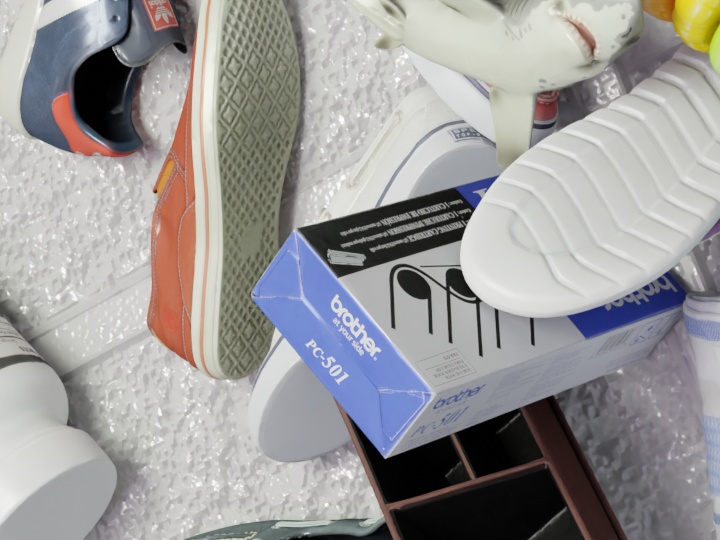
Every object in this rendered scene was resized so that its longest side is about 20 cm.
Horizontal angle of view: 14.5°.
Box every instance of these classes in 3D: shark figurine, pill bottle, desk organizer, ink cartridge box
[{"bbox_3d":[0.039,-0.134,1.233,0.214,0.090,0.128,31,149,21],"label":"shark figurine"},{"bbox_3d":[-0.223,0.065,1.460,0.200,0.116,0.117,45,116,22],"label":"pill bottle"},{"bbox_3d":[0.047,0.080,1.248,0.072,0.077,0.200,-42,40,15],"label":"desk organizer"},{"bbox_3d":[0.052,0.012,1.224,0.094,0.200,0.044,49,125,18],"label":"ink cartridge box"}]

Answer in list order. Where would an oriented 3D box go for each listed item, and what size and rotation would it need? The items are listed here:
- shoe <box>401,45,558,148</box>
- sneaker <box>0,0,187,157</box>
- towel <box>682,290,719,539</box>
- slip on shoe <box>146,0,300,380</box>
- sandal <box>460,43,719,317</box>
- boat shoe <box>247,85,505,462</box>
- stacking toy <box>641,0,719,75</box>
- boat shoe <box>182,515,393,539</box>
[{"bbox_3d":[0.051,-0.159,1.287,0.091,0.071,0.201,-40,70,33],"label":"shoe"},{"bbox_3d":[-0.119,-0.149,1.400,0.084,0.075,0.201,26,118,30],"label":"sneaker"},{"bbox_3d":[0.173,0.108,1.207,0.024,0.147,0.201,-7,94,-11],"label":"towel"},{"bbox_3d":[-0.073,-0.048,1.382,0.061,0.074,0.201,15,107,34],"label":"slip on shoe"},{"bbox_3d":[0.131,-0.040,1.208,0.202,0.050,0.082,-38,59,-14],"label":"sandal"},{"bbox_3d":[0.000,0.000,1.347,0.201,0.071,0.070,-61,36,27],"label":"boat shoe"},{"bbox_3d":[0.177,-0.106,1.165,0.116,0.110,0.201,-30,69,-1],"label":"stacking toy"},{"bbox_3d":[-0.036,0.143,1.364,0.199,0.062,0.073,-5,58,29],"label":"boat shoe"}]
